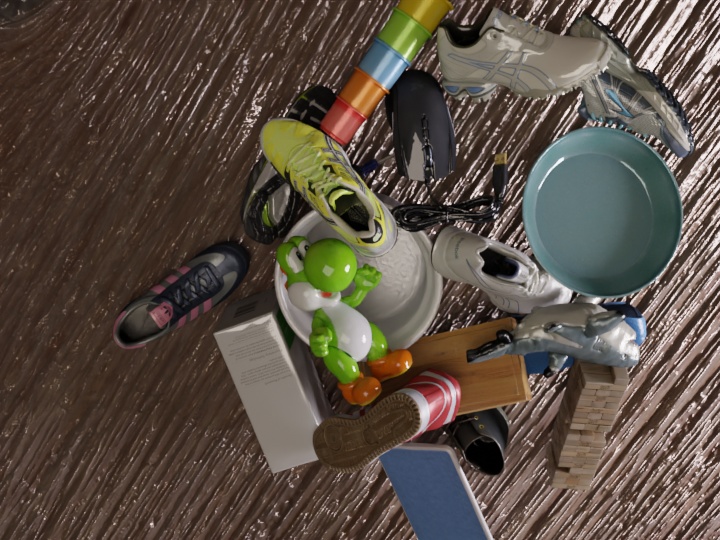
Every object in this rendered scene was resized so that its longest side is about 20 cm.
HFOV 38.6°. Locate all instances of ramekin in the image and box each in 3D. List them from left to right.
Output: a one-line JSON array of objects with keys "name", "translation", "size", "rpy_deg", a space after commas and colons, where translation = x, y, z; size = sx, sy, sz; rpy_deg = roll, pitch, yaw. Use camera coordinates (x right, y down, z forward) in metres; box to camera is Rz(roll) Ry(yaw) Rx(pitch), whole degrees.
[{"name": "ramekin", "translation": [0.000, 0.000, 1.248], "size": [0.198, 0.098, 0.202], "rpy_deg": [1, 107, 3]}]

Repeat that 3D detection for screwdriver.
[{"name": "screwdriver", "translation": [0.033, -0.138, 1.216], "size": [0.199, 0.028, 0.029], "rpy_deg": [-32, 114, -6]}]

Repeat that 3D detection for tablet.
[{"name": "tablet", "translation": [0.103, 0.307, 1.339], "size": [0.129, 0.014, 0.201], "rpy_deg": [-6, 116, 41]}]

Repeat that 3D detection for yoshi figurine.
[{"name": "yoshi figurine", "translation": [-0.019, 0.045, 1.158], "size": [0.111, 0.112, 0.201], "rpy_deg": [-31, 98, 9]}]

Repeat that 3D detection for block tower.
[{"name": "block tower", "translation": [0.277, 0.186, 1.273], "size": [0.057, 0.054, 0.201], "rpy_deg": [5, 129, -5]}]

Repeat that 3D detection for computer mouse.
[{"name": "computer mouse", "translation": [0.101, -0.146, 1.176], "size": [0.139, 0.046, 0.202], "rpy_deg": [-1, 74, -4]}]

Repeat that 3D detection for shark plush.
[{"name": "shark plush", "translation": [0.224, 0.088, 1.177], "size": [0.198, 0.091, 0.084], "rpy_deg": [-13, 109, -15]}]

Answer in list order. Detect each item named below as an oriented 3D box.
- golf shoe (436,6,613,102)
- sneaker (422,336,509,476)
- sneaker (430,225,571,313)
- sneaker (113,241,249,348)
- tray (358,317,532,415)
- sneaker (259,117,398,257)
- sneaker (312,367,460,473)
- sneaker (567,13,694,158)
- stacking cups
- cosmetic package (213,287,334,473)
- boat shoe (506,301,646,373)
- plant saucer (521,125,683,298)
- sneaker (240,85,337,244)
[{"name": "golf shoe", "translation": [0.172, -0.242, 1.126], "size": [0.198, 0.079, 0.098], "rpy_deg": [-1, 133, 28]}, {"name": "sneaker", "translation": [0.114, 0.165, 1.285], "size": [0.200, 0.106, 0.075], "rpy_deg": [40, 106, -8]}, {"name": "sneaker", "translation": [0.175, 0.009, 1.192], "size": [0.199, 0.087, 0.075], "rpy_deg": [18, 88, -32]}, {"name": "sneaker", "translation": [-0.224, 0.039, 1.285], "size": [0.199, 0.082, 0.070], "rpy_deg": [-35, 102, 13]}, {"name": "tray", "translation": [0.099, 0.127, 1.246], "size": [0.198, 0.037, 0.100], "rpy_deg": [-15, 77, 20]}, {"name": "sneaker", "translation": [-0.034, -0.101, 1.137], "size": [0.200, 0.076, 0.075], "rpy_deg": [43, 90, 9]}, {"name": "sneaker", "translation": [0.035, 0.177, 1.214], "size": [0.199, 0.112, 0.072], "rpy_deg": [-30, 83, 44]}, {"name": "sneaker", "translation": [0.301, -0.198, 1.185], "size": [0.200, 0.078, 0.086], "rpy_deg": [46, 117, -2]}, {"name": "stacking cups", "translation": [0.023, -0.235, 1.170], "size": [0.060, 0.061, 0.201], "rpy_deg": [36, 94, -7]}, {"name": "cosmetic package", "translation": [-0.105, 0.137, 1.294], "size": [0.084, 0.108, 0.201], "rpy_deg": [-20, 107, 8]}, {"name": "boat shoe", "translation": [0.249, 0.082, 1.273], "size": [0.198, 0.069, 0.085], "rpy_deg": [-3, 116, 6]}, {"name": "plant saucer", "translation": [0.279, -0.067, 1.207], "size": [0.198, 0.036, 0.202], "rpy_deg": [1, 84, -9]}, {"name": "sneaker", "translation": [-0.092, -0.132, 1.227], "size": [0.074, 0.081, 0.201], "rpy_deg": [31, 88, -29]}]
